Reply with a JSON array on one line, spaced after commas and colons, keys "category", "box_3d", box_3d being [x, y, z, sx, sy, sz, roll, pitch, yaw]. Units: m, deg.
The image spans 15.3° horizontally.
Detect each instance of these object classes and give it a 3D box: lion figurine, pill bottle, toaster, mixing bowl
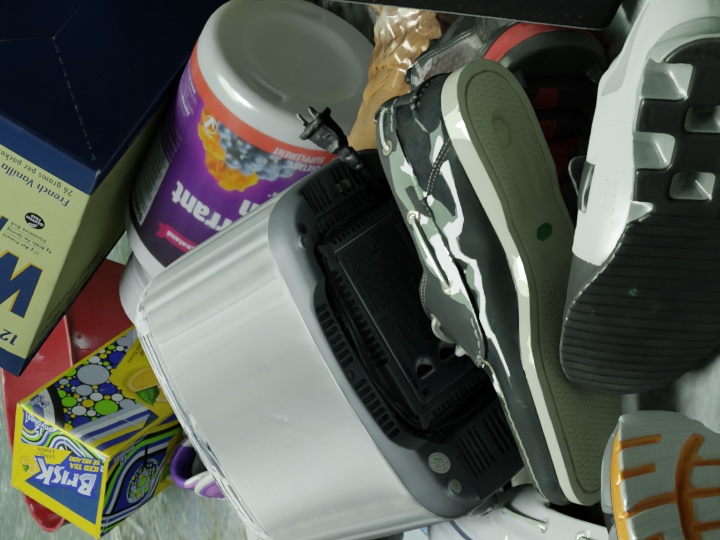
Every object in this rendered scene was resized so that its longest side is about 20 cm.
[{"category": "lion figurine", "box_3d": [0.008, -0.056, 1.335, 0.123, 0.072, 0.200, 105, -178, -60]}, {"category": "pill bottle", "box_3d": [-0.067, -0.047, 1.510, 0.200, 0.111, 0.112, -62, 37, 40]}, {"category": "toaster", "box_3d": [-0.017, 0.037, 1.240, 0.129, 0.114, 0.200, -27, 97, 41]}, {"category": "mixing bowl", "box_3d": [-0.173, 0.074, 1.850, 0.200, 0.108, 0.201, 175, 90, -68]}]

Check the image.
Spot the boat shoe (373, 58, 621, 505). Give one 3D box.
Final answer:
[{"category": "boat shoe", "box_3d": [0.062, 0.010, 1.188, 0.067, 0.072, 0.201, -18, 92, 35]}]

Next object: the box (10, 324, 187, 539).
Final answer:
[{"category": "box", "box_3d": [-0.114, 0.073, 1.574, 0.070, 0.200, 0.064, 28, 129, 22]}]

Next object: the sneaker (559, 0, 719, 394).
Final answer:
[{"category": "sneaker", "box_3d": [0.127, -0.039, 1.121, 0.089, 0.074, 0.200, -97, 17, -51]}]

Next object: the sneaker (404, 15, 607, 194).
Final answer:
[{"category": "sneaker", "box_3d": [0.057, -0.057, 1.280, 0.098, 0.071, 0.201, -115, 31, -41]}]

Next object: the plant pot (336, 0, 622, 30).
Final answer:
[{"category": "plant pot", "box_3d": [0.039, -0.244, 1.147, 0.178, 0.199, 0.200, -56, 42, 41]}]

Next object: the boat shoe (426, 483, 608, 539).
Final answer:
[{"category": "boat shoe", "box_3d": [0.101, 0.124, 1.225, 0.200, 0.073, 0.067, 26, 104, 55]}]

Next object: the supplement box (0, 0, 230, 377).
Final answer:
[{"category": "supplement box", "box_3d": [-0.184, -0.089, 1.548, 0.200, 0.134, 0.200, -57, -3, -40]}]

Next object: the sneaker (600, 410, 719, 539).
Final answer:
[{"category": "sneaker", "box_3d": [0.137, 0.152, 1.096, 0.077, 0.078, 0.201, -52, 47, 53]}]

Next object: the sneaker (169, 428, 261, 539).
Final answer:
[{"category": "sneaker", "box_3d": [-0.064, 0.117, 1.572, 0.201, 0.114, 0.073, 115, 143, -54]}]

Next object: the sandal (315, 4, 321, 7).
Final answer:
[{"category": "sandal", "box_3d": [-0.058, -0.083, 1.596, 0.055, 0.082, 0.200, 55, 142, 15]}]

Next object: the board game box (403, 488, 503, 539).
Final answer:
[{"category": "board game box", "box_3d": [0.034, 0.195, 1.425, 0.199, 0.043, 0.201, 136, 126, -65]}]
